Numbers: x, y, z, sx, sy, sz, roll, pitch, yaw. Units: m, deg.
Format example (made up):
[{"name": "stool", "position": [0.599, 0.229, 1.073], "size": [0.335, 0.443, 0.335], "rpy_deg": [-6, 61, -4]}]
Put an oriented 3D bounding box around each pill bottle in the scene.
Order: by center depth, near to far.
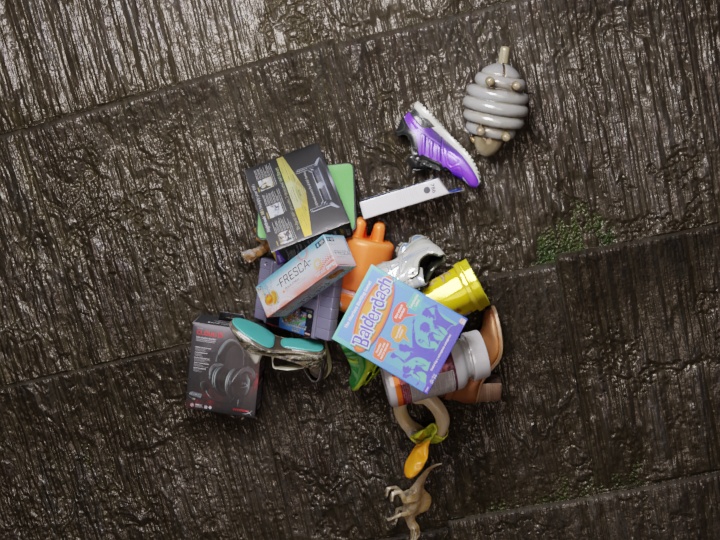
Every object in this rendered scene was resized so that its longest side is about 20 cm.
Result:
[{"name": "pill bottle", "position": [0.138, 0.182, 1.401], "size": [0.197, 0.110, 0.111], "rpy_deg": [-15, 98, -4]}]

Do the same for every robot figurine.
[{"name": "robot figurine", "position": [0.002, 0.001, 1.448], "size": [0.142, 0.116, 0.203], "rpy_deg": [6, 102, -38]}]

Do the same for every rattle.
[{"name": "rattle", "position": [0.087, 0.278, 1.464], "size": [0.142, 0.129, 0.203], "rpy_deg": [-32, 116, -31]}]

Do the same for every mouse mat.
[{"name": "mouse mat", "position": [-0.106, -0.136, 1.439], "size": [0.196, 0.008, 0.163], "rpy_deg": [-5, 62, 6]}]

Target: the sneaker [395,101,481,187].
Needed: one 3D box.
[{"name": "sneaker", "position": [0.145, -0.221, 1.434], "size": [0.099, 0.070, 0.201], "rpy_deg": [-42, 87, 9]}]

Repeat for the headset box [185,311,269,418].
[{"name": "headset box", "position": [-0.269, 0.184, 1.509], "size": [0.146, 0.077, 0.203], "rpy_deg": [8, 101, 1]}]

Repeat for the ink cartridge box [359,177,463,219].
[{"name": "ink cartridge box", "position": [0.097, -0.146, 1.429], "size": [0.197, 0.099, 0.040], "rpy_deg": [-15, 97, 4]}]

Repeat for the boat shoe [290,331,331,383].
[{"name": "boat shoe", "position": [-0.103, 0.129, 1.498], "size": [0.072, 0.065, 0.203], "rpy_deg": [-17, 97, 7]}]

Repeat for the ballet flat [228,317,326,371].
[{"name": "ballet flat", "position": [-0.167, 0.156, 1.438], "size": [0.197, 0.068, 0.076], "rpy_deg": [17, 114, -9]}]

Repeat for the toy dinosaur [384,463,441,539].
[{"name": "toy dinosaur", "position": [0.105, 0.476, 1.557], "size": [0.099, 0.058, 0.203], "rpy_deg": [7, 107, -14]}]

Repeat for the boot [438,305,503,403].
[{"name": "boot", "position": [0.209, 0.170, 1.494], "size": [0.152, 0.077, 0.203], "rpy_deg": [1, 106, 7]}]

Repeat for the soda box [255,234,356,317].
[{"name": "soda box", "position": [-0.104, 0.012, 1.376], "size": [0.199, 0.063, 0.069], "rpy_deg": [-35, 71, 31]}]

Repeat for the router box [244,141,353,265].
[{"name": "router box", "position": [-0.118, -0.129, 1.403], "size": [0.155, 0.052, 0.202], "rpy_deg": [-20, 62, -3]}]

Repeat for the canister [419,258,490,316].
[{"name": "canister", "position": [0.143, 0.070, 1.438], "size": [0.198, 0.148, 0.087], "rpy_deg": [-29, 73, 9]}]

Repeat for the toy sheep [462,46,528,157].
[{"name": "toy sheep", "position": [0.254, -0.312, 1.379], "size": [0.136, 0.138, 0.203], "rpy_deg": [13, 108, 1]}]

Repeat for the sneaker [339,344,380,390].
[{"name": "sneaker", "position": [0.003, 0.161, 1.473], "size": [0.083, 0.074, 0.202], "rpy_deg": [38, 141, 27]}]

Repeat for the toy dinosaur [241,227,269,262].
[{"name": "toy dinosaur", "position": [-0.146, -0.073, 1.484], "size": [0.197, 0.061, 0.108], "rpy_deg": [-15, 110, -3]}]

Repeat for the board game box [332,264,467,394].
[{"name": "board game box", "position": [0.070, 0.104, 1.325], "size": [0.198, 0.045, 0.154], "rpy_deg": [29, 91, 6]}]

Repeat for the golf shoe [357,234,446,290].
[{"name": "golf shoe", "position": [0.075, 0.017, 1.375], "size": [0.200, 0.097, 0.079], "rpy_deg": [-47, 126, -13]}]

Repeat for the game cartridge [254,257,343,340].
[{"name": "game cartridge", "position": [-0.126, 0.056, 1.452], "size": [0.198, 0.038, 0.132], "rpy_deg": [13, 95, 35]}]
